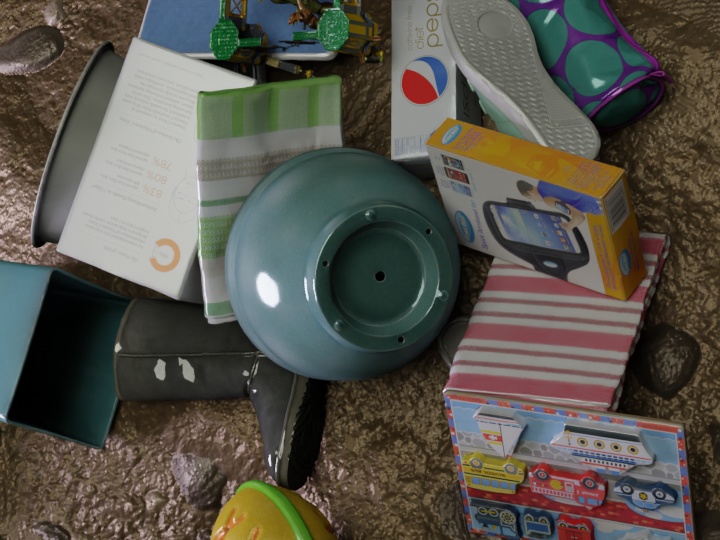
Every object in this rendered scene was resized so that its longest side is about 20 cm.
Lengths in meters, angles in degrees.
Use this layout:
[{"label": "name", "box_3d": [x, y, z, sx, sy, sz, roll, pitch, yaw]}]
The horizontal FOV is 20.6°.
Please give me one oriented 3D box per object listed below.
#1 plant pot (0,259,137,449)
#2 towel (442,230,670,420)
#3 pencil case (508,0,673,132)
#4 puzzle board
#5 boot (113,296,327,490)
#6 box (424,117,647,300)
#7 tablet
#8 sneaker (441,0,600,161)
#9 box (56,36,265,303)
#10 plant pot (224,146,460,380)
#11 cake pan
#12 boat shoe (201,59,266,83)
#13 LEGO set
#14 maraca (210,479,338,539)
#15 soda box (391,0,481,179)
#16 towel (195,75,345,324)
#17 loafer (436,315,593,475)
[{"label": "plant pot", "box_3d": [-0.333, 0.066, 1.828, 0.199, 0.141, 0.142, 11, 81, 33]}, {"label": "towel", "box_3d": [0.163, 0.042, 1.631, 0.146, 0.030, 0.201, 5, 50, 24]}, {"label": "pencil case", "box_3d": [0.183, -0.215, 1.693, 0.092, 0.085, 0.201, -36, 66, 21]}, {"label": "puzzle board", "box_3d": [0.167, 0.170, 1.581, 0.199, 0.151, 0.017, 6, 39, 25]}, {"label": "boot", "box_3d": [-0.130, 0.106, 1.760, 0.199, 0.073, 0.183, 0, 63, 17]}, {"label": "box", "box_3d": [0.135, -0.054, 1.627, 0.199, 0.119, 0.042, 18, 54, 34]}, {"label": "tablet", "box_3d": [-0.105, -0.248, 1.840, 0.199, 0.014, 0.131, 2, 60, 18]}, {"label": "sneaker", "box_3d": [0.123, -0.139, 1.677, 0.073, 0.118, 0.201, -26, 69, -17]}, {"label": "box", "box_3d": [-0.164, -0.086, 1.740, 0.124, 0.097, 0.201, 21, 91, 15]}, {"label": "plant pot", "box_3d": [0.000, 0.000, 1.636, 0.199, 0.134, 0.202, -2, 95, -17]}, {"label": "cake pan", "box_3d": [-0.248, -0.109, 1.809, 0.037, 0.200, 0.201, 20, 85, 0]}, {"label": "boat shoe", "box_3d": [-0.140, -0.141, 1.827, 0.073, 0.068, 0.200, 8, 80, 25]}, {"label": "LEGO set", "box_3d": [-0.033, -0.246, 1.752, 0.199, 0.116, 0.155, -9, 82, 40]}, {"label": "maraca", "box_3d": [-0.059, 0.258, 1.654, 0.200, 0.107, 0.138, 41, 138, 47]}, {"label": "soda box", "box_3d": [0.067, -0.187, 1.747, 0.063, 0.068, 0.201, -5, 75, 23]}, {"label": "towel", "box_3d": [-0.072, -0.061, 1.698, 0.031, 0.149, 0.201, 21, 117, 52]}, {"label": "loafer", "box_3d": [0.137, 0.104, 1.641, 0.200, 0.070, 0.070, 39, 94, 27]}]
